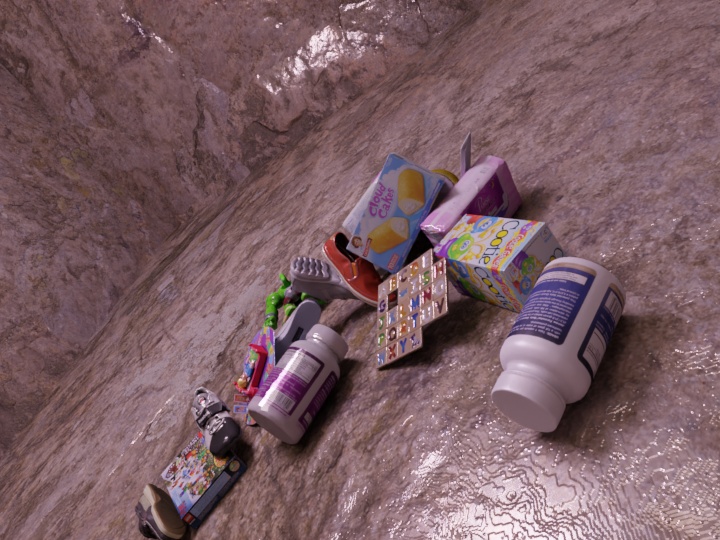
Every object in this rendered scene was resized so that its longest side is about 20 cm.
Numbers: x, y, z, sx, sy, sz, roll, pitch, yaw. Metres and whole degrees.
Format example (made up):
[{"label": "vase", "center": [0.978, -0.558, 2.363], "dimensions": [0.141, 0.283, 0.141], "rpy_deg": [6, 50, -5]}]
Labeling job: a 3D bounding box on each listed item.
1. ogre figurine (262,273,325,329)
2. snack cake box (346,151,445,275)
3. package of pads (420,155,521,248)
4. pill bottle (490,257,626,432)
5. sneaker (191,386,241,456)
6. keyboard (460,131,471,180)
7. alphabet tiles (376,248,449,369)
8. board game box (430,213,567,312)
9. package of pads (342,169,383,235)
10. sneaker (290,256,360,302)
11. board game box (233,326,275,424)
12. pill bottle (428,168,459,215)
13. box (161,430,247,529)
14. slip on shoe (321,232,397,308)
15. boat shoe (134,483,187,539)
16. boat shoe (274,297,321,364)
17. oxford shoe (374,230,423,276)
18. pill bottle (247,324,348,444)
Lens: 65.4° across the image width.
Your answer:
[{"label": "ogre figurine", "center": [-0.155, 0.062, 1.355], "dimensions": [0.201, 0.098, 0.120], "rpy_deg": [-50, 35, 6]}, {"label": "snack cake box", "center": [0.066, -0.108, 1.072], "dimensions": [0.202, 0.114, 0.067], "rpy_deg": [-65, -4, 19]}, {"label": "package of pads", "center": [0.210, -0.106, 1.054], "dimensions": [0.200, 0.121, 0.075], "rpy_deg": [-49, 38, -16]}, {"label": "pill bottle", "center": [0.240, 0.091, 0.693], "dimensions": [0.110, 0.111, 0.201], "rpy_deg": [-4, 43, 53]}, {"label": "sneaker", "center": [-0.293, 0.289, 1.096], "dimensions": [0.074, 0.089, 0.199], "rpy_deg": [-41, 24, -14]}, {"label": "keyboard", "center": [0.209, -0.173, 1.114], "dimensions": [0.011, 0.201, 0.057], "rpy_deg": [9, 48, 18]}, {"label": "alphabet tiles", "center": [0.085, 0.063, 0.964], "dimensions": [0.200, 0.007, 0.169], "rpy_deg": [-38, 41, 48]}, {"label": "board game box", "center": [0.223, -0.015, 0.908], "dimensions": [0.105, 0.103, 0.200], "rpy_deg": [-46, 24, -12]}, {"label": "package of pads", "center": [0.045, -0.154, 1.212], "dimensions": [0.155, 0.068, 0.200], "rpy_deg": [-52, -1, 25]}, {"label": "sneaker", "center": [-0.055, 0.030, 1.186], "dimensions": [0.075, 0.197, 0.083], "rpy_deg": [-79, 6, -49]}, {"label": "board game box", "center": [-0.227, 0.211, 1.157], "dimensions": [0.158, 0.039, 0.202], "rpy_deg": [-46, 40, 40]}, {"label": "pill bottle", "center": [0.159, -0.154, 1.181], "dimensions": [0.112, 0.113, 0.200], "rpy_deg": [-31, 4, 20]}, {"label": "box", "center": [-0.309, 0.391, 1.093], "dimensions": [0.137, 0.038, 0.199], "rpy_deg": [-49, 25, -17]}, {"label": "slip on shoe", "center": [0.000, 0.000, 1.133], "dimensions": [0.074, 0.200, 0.061], "rpy_deg": [-24, -26, -46]}, {"label": "boat shoe", "center": [-0.376, 0.464, 1.041], "dimensions": [0.066, 0.072, 0.200], "rpy_deg": [-58, 27, -14]}, {"label": "boat shoe", "center": [-0.150, 0.144, 1.209], "dimensions": [0.204, 0.074, 0.086], "rpy_deg": [-61, 8, 7]}, {"label": "oxford shoe", "center": [0.075, -0.061, 1.240], "dimensions": [0.200, 0.075, 0.058], "rpy_deg": [-42, 3, -13]}, {"label": "pill bottle", "center": [-0.106, 0.201, 1.022], "dimensions": [0.112, 0.113, 0.201], "rpy_deg": [-7, 40, 51]}]
